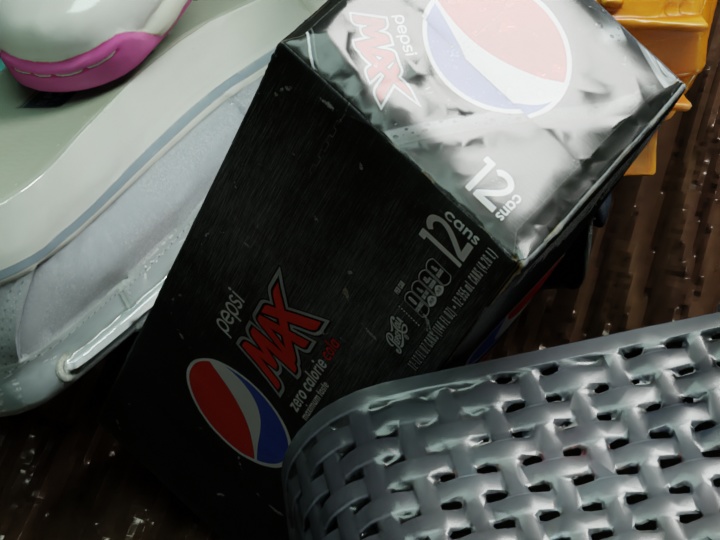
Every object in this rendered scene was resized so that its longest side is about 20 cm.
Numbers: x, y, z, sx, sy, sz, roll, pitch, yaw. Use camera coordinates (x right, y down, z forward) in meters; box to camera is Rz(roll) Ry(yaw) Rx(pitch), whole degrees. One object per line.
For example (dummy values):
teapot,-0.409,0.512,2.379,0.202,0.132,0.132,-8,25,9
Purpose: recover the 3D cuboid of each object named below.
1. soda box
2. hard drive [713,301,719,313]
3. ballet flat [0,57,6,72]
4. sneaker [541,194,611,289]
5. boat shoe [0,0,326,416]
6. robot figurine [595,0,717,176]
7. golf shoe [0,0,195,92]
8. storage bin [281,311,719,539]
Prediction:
soda box,0.000,0.000,0.667,0.071,0.200,0.063,43,60,6
hard drive,0.156,-0.008,0.673,0.131,0.200,0.026,-10,76,-5
ballet flat,-0.101,-0.008,0.786,0.075,0.068,0.200,37,55,2
sneaker,0.049,-0.042,0.801,0.075,0.085,0.200,-11,15,37
boat shoe,-0.054,-0.030,0.766,0.070,0.072,0.201,3,31,33
robot figurine,0.073,-0.090,0.721,0.144,0.059,0.200,2,28,-14
golf shoe,-0.071,-0.144,0.740,0.075,0.092,0.201,-3,63,21
storage bin,0.091,0.085,0.630,0.199,0.136,0.094,-11,49,-5
